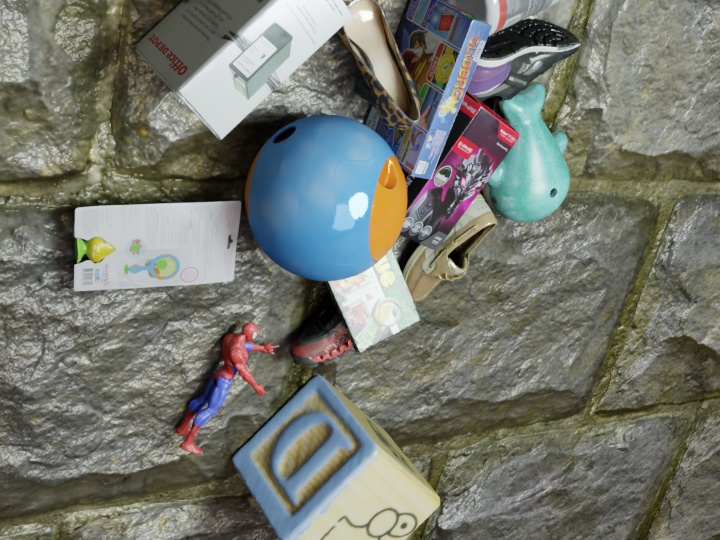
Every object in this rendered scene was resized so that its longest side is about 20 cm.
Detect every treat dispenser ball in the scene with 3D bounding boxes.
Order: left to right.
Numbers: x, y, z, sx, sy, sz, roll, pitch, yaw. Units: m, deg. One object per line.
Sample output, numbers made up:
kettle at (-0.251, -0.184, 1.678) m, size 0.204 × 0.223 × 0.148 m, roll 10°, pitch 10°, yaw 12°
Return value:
treat dispenser ball at (-0.042, -0.088, 1.205) m, size 0.199 × 0.201 × 0.203 m, roll -16°, pitch 126°, yaw -23°

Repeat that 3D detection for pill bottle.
pill bottle at (0.211, -0.383, 1.238) m, size 0.199 × 0.116 × 0.117 m, roll -28°, pitch 130°, yaw -16°

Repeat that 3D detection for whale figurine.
whale figurine at (0.243, -0.161, 1.406) m, size 0.158 × 0.104 × 0.202 m, roll -22°, pitch 127°, yaw -24°

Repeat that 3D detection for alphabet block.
alphabet block at (-0.035, 0.314, 1.471) m, size 0.195 × 0.196 × 0.200 m, roll -43°, pitch 132°, yaw 0°

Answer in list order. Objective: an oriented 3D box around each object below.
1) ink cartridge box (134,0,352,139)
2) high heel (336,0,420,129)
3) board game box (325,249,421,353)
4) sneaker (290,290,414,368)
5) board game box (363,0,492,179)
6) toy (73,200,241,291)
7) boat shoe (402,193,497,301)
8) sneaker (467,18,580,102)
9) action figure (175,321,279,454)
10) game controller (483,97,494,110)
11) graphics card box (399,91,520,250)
ink cartridge box at (-0.131, -0.261, 1.075) m, size 0.200 × 0.146 × 0.084 m, roll -43°, pitch 134°, yaw -1°
high heel at (0.024, -0.269, 1.171) m, size 0.071 × 0.143 × 0.201 m, roll -26°, pitch 129°, yaw -15°
board game box at (0.000, 0.000, 1.347) m, size 0.104 × 0.023 × 0.201 m, roll -28°, pitch 101°, yaw -19°
sneaker at (-0.021, 0.058, 1.401) m, size 0.199 × 0.071 × 0.098 m, roll -31°, pitch 127°, yaw -11°
board game box at (0.077, -0.234, 1.233) m, size 0.034 × 0.135 × 0.201 m, roll 6°, pitch 116°, yaw -36°
toy at (-0.251, -0.039, 1.205) m, size 0.198 × 0.047 × 0.116 m, roll -6°, pitch 125°, yaw -26°
boat shoe at (0.125, -0.020, 1.420) m, size 0.074 × 0.067 × 0.201 m, roll -10°, pitch 141°, yaw -45°
sneaker at (0.209, -0.279, 1.335) m, size 0.199 × 0.076 × 0.088 m, roll -18°, pitch 139°, yaw -30°
action figure at (-0.173, 0.163, 1.373) m, size 0.098 × 0.065 × 0.201 m, roll 17°, pitch 109°, yaw -30°
game controller at (0.131, -0.157, 1.380) m, size 0.103 × 0.042 × 0.202 m, roll -7°, pitch 122°, yaw -29°
graphics card box at (0.115, -0.129, 1.307) m, size 0.201 × 0.051 × 0.125 m, roll -53°, pitch 147°, yaw 11°
